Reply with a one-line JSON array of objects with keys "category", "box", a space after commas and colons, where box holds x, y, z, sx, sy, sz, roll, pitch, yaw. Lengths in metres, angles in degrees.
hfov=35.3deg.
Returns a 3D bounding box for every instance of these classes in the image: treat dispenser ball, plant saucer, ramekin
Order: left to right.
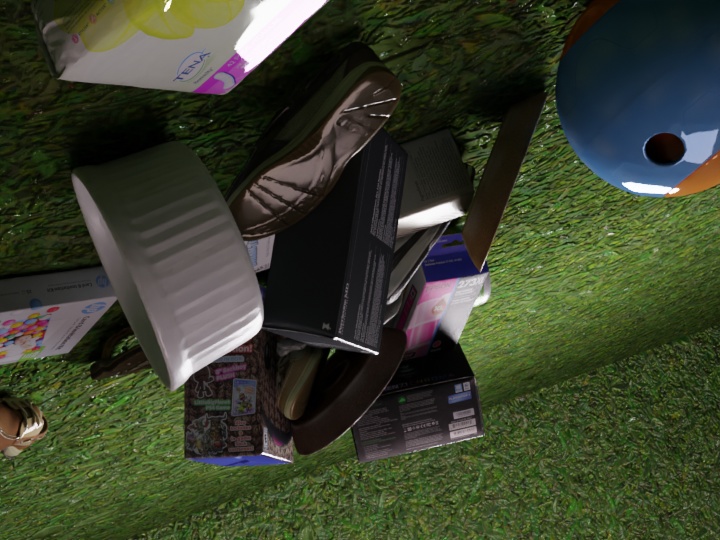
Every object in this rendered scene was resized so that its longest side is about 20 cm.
[{"category": "ramekin", "box": [-0.161, -0.011, 0.961, 0.097, 0.202, 0.201, -26, 166, -16]}, {"category": "plant saucer", "box": [-0.022, 0.140, 1.407, 0.200, 0.034, 0.201, -43, -167, 13]}, {"category": "plant saucer", "box": [0.148, -0.099, 1.198, 0.035, 0.202, 0.200, 20, 164, 5]}, {"category": "treat dispenser ball", "box": [0.276, -0.167, 1.021, 0.198, 0.203, 0.201, -20, 164, -6]}]

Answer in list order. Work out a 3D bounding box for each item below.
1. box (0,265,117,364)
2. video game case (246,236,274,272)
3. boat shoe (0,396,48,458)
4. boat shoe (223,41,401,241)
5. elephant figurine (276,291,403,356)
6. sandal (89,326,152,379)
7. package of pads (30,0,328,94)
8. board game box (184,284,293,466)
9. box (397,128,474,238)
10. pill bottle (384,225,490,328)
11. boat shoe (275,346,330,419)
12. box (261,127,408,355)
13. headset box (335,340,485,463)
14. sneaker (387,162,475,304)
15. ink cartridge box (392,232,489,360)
[{"category": "box", "box": [-0.370, 0.055, 1.163, 0.198, 0.042, 0.156, -10, 160, -41]}, {"category": "video game case", "box": [-0.176, -0.018, 1.219, 0.180, 0.024, 0.200, -19, 164, -13]}, {"category": "boat shoe", "box": [-0.450, 0.192, 1.458, 0.073, 0.076, 0.200, -25, 173, -9]}, {"category": "boat shoe", "box": [-0.049, -0.109, 0.960, 0.201, 0.066, 0.071, -44, 137, 21]}, {"category": "elephant figurine", "box": [0.000, 0.000, 1.336, 0.140, 0.157, 0.199, 12, 146, -38]}, {"category": "sandal", "box": [-0.284, 0.098, 1.412, 0.081, 0.055, 0.199, -5, 172, -32]}, {"category": "package of pads", "box": [-0.094, -0.187, 0.699, 0.199, 0.069, 0.153, -35, 160, 36]}, {"category": "board game box", "box": [-0.148, 0.134, 1.393, 0.095, 0.203, 0.159, -4, 167, 10]}, {"category": "box", "box": [0.016, -0.074, 1.198, 0.197, 0.083, 0.068, -19, 164, -8]}, {"category": "pill bottle", "box": [0.064, 0.021, 1.510, 0.197, 0.112, 0.111, -18, 164, -14]}, {"category": "boat shoe", "box": [-0.077, 0.109, 1.398, 0.062, 0.201, 0.074, 17, 125, 4]}, {"category": "box", "box": [-0.021, -0.033, 1.047, 0.078, 0.203, 0.141, 7, 172, 16]}, {"category": "headset box", "box": [0.061, 0.157, 1.536, 0.171, 0.094, 0.200, -12, -159, -2]}, {"category": "sneaker", "box": [0.043, -0.070, 1.265, 0.201, 0.115, 0.076, -53, 177, -27]}, {"category": "ink cartridge box", "box": [0.101, 0.033, 1.427, 0.093, 0.037, 0.202, -9, 138, -26]}]
